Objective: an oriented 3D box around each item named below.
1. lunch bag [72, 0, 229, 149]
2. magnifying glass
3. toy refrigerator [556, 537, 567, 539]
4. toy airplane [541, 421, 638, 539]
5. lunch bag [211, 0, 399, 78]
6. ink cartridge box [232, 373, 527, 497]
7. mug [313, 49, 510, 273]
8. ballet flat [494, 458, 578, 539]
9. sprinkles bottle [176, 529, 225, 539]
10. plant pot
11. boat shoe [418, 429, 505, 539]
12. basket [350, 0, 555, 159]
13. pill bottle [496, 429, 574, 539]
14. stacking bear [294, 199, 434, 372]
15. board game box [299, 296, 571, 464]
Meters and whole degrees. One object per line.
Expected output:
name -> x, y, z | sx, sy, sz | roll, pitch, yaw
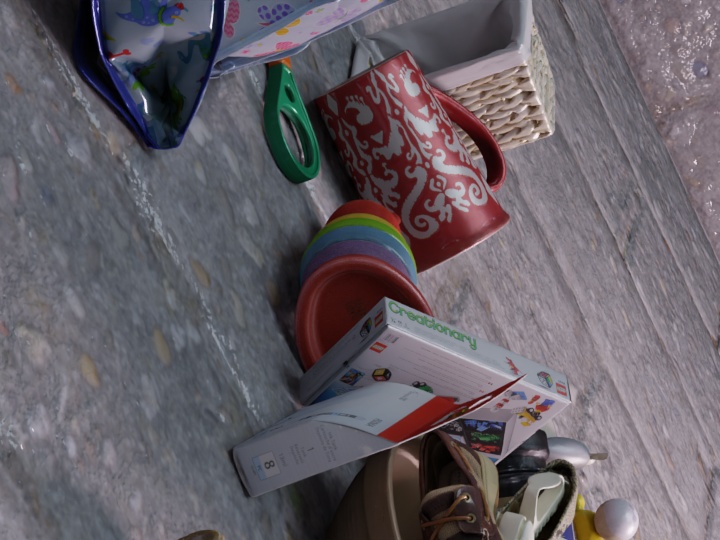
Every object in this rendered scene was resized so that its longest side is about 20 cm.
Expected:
lunch bag -> -0.159, -0.222, 1.509 | 0.200, 0.127, 0.170 | 90, -1, -47
magnifying glass -> -0.074, -0.174, 1.817 | 0.080, 0.022, 0.200 | 35, 41, -56
toy refrigerator -> 0.133, 0.328, 1.636 | 0.070, 0.076, 0.200 | 27, 62, -22
toy airplane -> 0.208, 0.260, 1.919 | 0.200, 0.141, 0.199 | 65, 21, -9
lunch bag -> -0.082, -0.275, 1.635 | 0.127, 0.200, 0.170 | -12, 82, -53
ink cartridge box -> 0.018, 0.112, 1.505 | 0.047, 0.200, 0.160 | 67, 20, 1
mug -> 0.051, -0.114, 1.925 | 0.200, 0.133, 0.178 | 61, 21, -7
ballet flat -> 0.130, 0.213, 1.564 | 0.200, 0.068, 0.075 | -42, 152, -54
sprinkles bottle -> -0.079, 0.275, 1.294 | 0.200, 0.068, 0.068 | 63, 21, -14
plant pot -> 0.033, 0.239, 1.572 | 0.201, 0.093, 0.201 | 51, 27, -40
boat shoe -> 0.072, 0.199, 1.492 | 0.072, 0.072, 0.200 | 46, 25, -27
basket -> 0.103, -0.197, 2.036 | 0.136, 0.200, 0.123 | -82, 151, -52
pill bottle -> 0.145, 0.254, 1.779 | 0.112, 0.112, 0.200 | 28, 52, -60
stacking bear -> 0.000, 0.000, 1.718 | 0.200, 0.121, 0.114 | -86, 156, -67
board game box -> 0.065, 0.103, 1.635 | 0.200, 0.126, 0.035 | 24, 41, -28
